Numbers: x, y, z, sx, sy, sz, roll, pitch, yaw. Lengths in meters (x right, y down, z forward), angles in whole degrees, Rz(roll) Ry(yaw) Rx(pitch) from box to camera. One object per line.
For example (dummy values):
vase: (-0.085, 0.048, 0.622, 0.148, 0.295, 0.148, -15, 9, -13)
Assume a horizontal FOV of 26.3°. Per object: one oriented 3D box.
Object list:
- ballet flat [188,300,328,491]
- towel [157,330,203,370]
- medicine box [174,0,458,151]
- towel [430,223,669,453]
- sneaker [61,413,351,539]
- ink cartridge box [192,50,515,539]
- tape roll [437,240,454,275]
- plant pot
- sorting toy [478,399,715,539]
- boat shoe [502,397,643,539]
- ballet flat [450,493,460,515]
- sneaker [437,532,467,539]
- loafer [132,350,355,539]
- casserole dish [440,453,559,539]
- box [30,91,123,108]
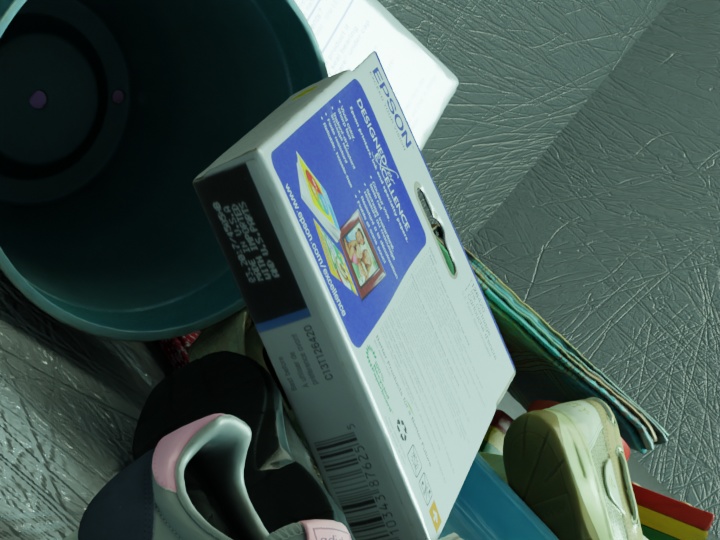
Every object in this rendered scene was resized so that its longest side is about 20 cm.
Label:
ballet flat: (-0.032, 0.083, 0.753, 0.067, 0.062, 0.200, 33, 16, -45)
towel: (-0.076, 0.066, 0.939, 0.144, 0.023, 0.200, 37, 7, -38)
medicine box: (-0.069, -0.149, 1.016, 0.200, 0.103, 0.182, 39, -12, -38)
towel: (0.091, 0.047, 0.982, 0.200, 0.022, 0.147, 42, -15, -11)
sneaker: (-0.021, 0.124, 0.475, 0.200, 0.082, 0.070, 44, 6, 33)
ink cartridge box: (0.005, 0.010, 0.752, 0.199, 0.047, 0.200, 66, 20, -12)
tape roll: (0.000, 0.000, 0.931, 0.200, 0.048, 0.201, 45, -12, 12)
plant pot: (-0.147, -0.082, 0.827, 0.200, 0.201, 0.187, 37, -10, -34)
sorting toy: (0.132, 0.153, 1.000, 0.200, 0.070, 0.198, 40, -21, -26)
boat shoe: (0.135, 0.171, 0.837, 0.063, 0.073, 0.203, -9, 78, -36)
ballet flat: (0.091, 0.192, 0.934, 0.200, 0.076, 0.064, 43, -28, -28)
sneaker: (0.055, 0.188, 0.635, 0.081, 0.076, 0.200, 47, 8, -28)
loafer: (-0.047, 0.102, 0.657, 0.073, 0.072, 0.200, 62, -3, -30)
casserole dish: (0.031, 0.136, 0.811, 0.120, 0.039, 0.200, -5, 38, -41)
box: (-0.174, -0.085, 1.086, 0.200, 0.097, 0.176, 37, 6, -30)
